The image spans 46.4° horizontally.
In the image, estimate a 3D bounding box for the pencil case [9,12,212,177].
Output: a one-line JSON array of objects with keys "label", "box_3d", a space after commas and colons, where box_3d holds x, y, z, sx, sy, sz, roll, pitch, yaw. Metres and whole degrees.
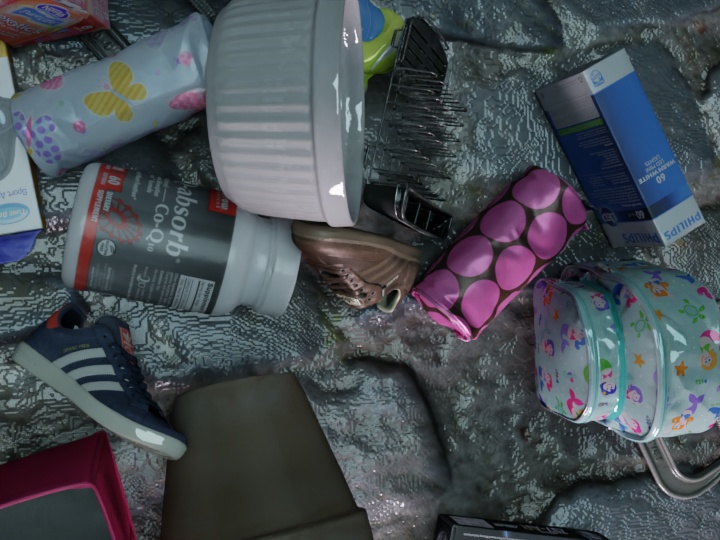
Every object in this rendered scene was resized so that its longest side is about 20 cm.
[{"label": "pencil case", "box_3d": [-0.208, -0.156, 0.750, 0.200, 0.091, 0.083, -24, 100, 0]}]

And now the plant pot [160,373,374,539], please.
[{"label": "plant pot", "box_3d": [-0.099, 0.192, 0.773, 0.200, 0.200, 0.174, -8, 76, -15]}]

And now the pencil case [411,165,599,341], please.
[{"label": "pencil case", "box_3d": [0.149, -0.015, 0.877, 0.200, 0.091, 0.094, -43, 118, -8]}]

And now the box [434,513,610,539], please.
[{"label": "box", "box_3d": [0.168, 0.357, 0.907, 0.200, 0.044, 0.161, 12, 88, -15]}]

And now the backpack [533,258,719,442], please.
[{"label": "backpack", "box_3d": [0.265, 0.079, 0.841, 0.150, 0.200, 0.178, -6, 99, -18]}]

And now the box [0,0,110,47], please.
[{"label": "box", "box_3d": [-0.286, -0.308, 0.717, 0.102, 0.095, 0.201, -8, 84, 11]}]

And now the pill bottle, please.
[{"label": "pill bottle", "box_3d": [-0.162, -0.022, 0.774, 0.200, 0.116, 0.116, 12, 88, -15]}]

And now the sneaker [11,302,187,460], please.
[{"label": "sneaker", "box_3d": [-0.218, 0.090, 0.744, 0.200, 0.075, 0.085, 28, 71, 24]}]

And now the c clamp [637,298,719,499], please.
[{"label": "c clamp", "box_3d": [0.387, 0.157, 0.972, 0.171, 0.027, 0.200, -22, 96, -14]}]

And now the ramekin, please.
[{"label": "ramekin", "box_3d": [-0.056, -0.136, 0.692, 0.105, 0.200, 0.201, 1, 91, 5]}]

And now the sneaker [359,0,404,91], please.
[{"label": "sneaker", "box_3d": [-0.048, -0.199, 0.835, 0.200, 0.076, 0.105, -42, 82, -10]}]

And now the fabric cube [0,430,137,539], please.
[{"label": "fabric cube", "box_3d": [-0.284, 0.271, 0.704, 0.196, 0.199, 0.200, -17, 96, -13]}]

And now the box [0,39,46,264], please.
[{"label": "box", "box_3d": [-0.360, -0.102, 0.758, 0.119, 0.041, 0.200, -12, 92, -15]}]

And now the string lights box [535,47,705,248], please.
[{"label": "string lights box", "box_3d": [0.274, -0.124, 0.896, 0.059, 0.103, 0.200, -31, 99, -13]}]

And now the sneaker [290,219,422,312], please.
[{"label": "sneaker", "box_3d": [0.000, 0.000, 0.795, 0.200, 0.070, 0.076, 13, 93, -57]}]

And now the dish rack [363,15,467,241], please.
[{"label": "dish rack", "box_3d": [0.062, -0.138, 0.820, 0.054, 0.153, 0.200, 12, 88, 21]}]

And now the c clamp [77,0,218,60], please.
[{"label": "c clamp", "box_3d": [-0.191, -0.260, 0.797, 0.200, 0.027, 0.171, 42, 93, -12]}]
